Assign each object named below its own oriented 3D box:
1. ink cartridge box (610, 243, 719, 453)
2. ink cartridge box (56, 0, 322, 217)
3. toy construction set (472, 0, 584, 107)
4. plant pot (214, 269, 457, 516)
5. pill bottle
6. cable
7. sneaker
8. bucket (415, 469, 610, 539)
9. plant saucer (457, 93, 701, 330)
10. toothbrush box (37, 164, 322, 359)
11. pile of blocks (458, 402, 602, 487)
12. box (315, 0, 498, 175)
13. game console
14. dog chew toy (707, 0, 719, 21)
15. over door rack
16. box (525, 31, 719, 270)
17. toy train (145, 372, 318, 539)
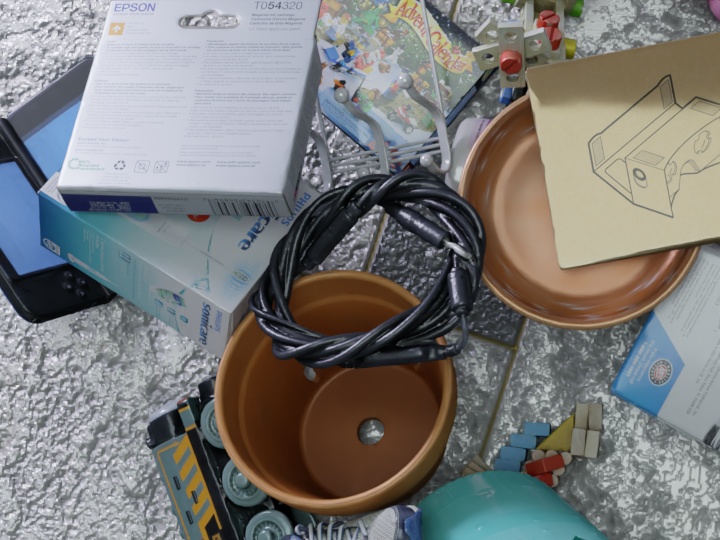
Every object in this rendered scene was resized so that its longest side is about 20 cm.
[{"bbox_3d":[0.329,0.081,1.460,0.199,0.086,0.147,29,100,10],"label":"ink cartridge box"},{"bbox_3d":[-0.135,-0.138,1.468,0.195,0.043,0.201,2,58,15],"label":"ink cartridge box"},{"bbox_3d":[0.154,-0.209,1.490,0.092,0.132,0.200,21,45,4],"label":"toy construction set"},{"bbox_3d":[-0.006,0.118,1.476,0.199,0.140,0.201,-6,67,14],"label":"plant pot"},{"bbox_3d":[0.175,-0.061,1.496,0.199,0.112,0.113,10,86,10],"label":"pill bottle"},{"bbox_3d":[0.000,0.000,1.406,0.199,0.051,0.164,-6,71,22],"label":"cable"},{"bbox_3d":[-0.018,0.236,1.411,0.085,0.200,0.077,17,56,-21],"label":"sneaker"},{"bbox_3d":[0.120,0.270,1.421,0.206,0.135,0.209,-7,114,-16],"label":"bucket"},{"bbox_3d":[0.178,-0.051,1.418,0.199,0.037,0.202,-1,82,9],"label":"plant saucer"},{"bbox_3d":[-0.154,-0.042,1.515,0.199,0.085,0.147,32,59,10],"label":"toothbrush box"},{"bbox_3d":[0.130,0.180,1.504,0.082,0.062,0.200,42,91,11],"label":"pile of blocks"},{"bbox_3d":[0.005,-0.195,1.574,0.200,0.038,0.137,41,92,11],"label":"box"},{"bbox_3d":[-0.265,-0.076,1.571,0.118,0.170,0.200,-42,78,30],"label":"game console"},{"bbox_3d":[0.296,-0.290,1.499,0.124,0.125,0.200,-37,87,4],"label":"dog chew toy"},{"bbox_3d":[-0.001,-0.172,1.491,0.147,0.066,0.202,-8,83,39],"label":"over door rack"},{"bbox_3d":[0.240,-0.097,1.385,0.199,0.021,0.165,-10,80,7],"label":"box"},{"bbox_3d":[-0.116,0.193,1.536,0.113,0.085,0.201,-25,81,16],"label":"toy train"}]
